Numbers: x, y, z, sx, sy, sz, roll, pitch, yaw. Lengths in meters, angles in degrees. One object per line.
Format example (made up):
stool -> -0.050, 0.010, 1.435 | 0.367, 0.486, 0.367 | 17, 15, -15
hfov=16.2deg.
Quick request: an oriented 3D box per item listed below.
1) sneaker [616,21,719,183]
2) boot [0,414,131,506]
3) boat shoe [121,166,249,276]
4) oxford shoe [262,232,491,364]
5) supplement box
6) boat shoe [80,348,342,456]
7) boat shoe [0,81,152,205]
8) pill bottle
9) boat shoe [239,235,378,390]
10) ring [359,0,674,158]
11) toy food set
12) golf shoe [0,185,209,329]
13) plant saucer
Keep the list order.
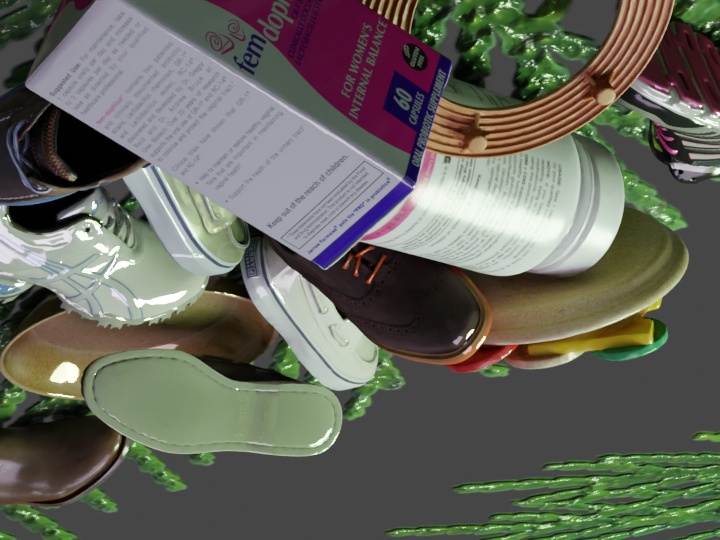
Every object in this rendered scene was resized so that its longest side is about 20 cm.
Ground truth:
sneaker -> 0.208, -0.099, 1.610 | 0.200, 0.074, 0.087 | 11, 141, -46
boot -> -0.298, 0.124, 1.910 | 0.186, 0.064, 0.200 | -23, 147, 20
boat shoe -> -0.104, -0.056, 1.589 | 0.062, 0.072, 0.200 | -13, 152, 12
oxford shoe -> 0.000, 0.000, 1.629 | 0.071, 0.200, 0.073 | -58, 141, -3
supplement box -> -0.065, -0.107, 1.379 | 0.200, 0.101, 0.103 | 30, 139, -16
boat shoe -> -0.114, 0.095, 1.812 | 0.201, 0.072, 0.061 | 12, -179, -28
boat shoe -> -0.171, -0.080, 1.476 | 0.200, 0.072, 0.072 | -18, -171, 29
pill bottle -> 0.066, -0.059, 1.595 | 0.200, 0.114, 0.113 | 14, 145, -40
boat shoe -> -0.016, 0.025, 1.797 | 0.070, 0.071, 0.200 | -15, 148, 16
ring -> 0.092, -0.143, 1.447 | 0.200, 0.019, 0.201 | -11, 131, -14
toy food set -> 0.123, 0.011, 1.708 | 0.200, 0.198, 0.049 | -5, 114, 16
golf shoe -> -0.175, -0.019, 1.640 | 0.200, 0.078, 0.097 | 6, 144, -33
plant saucer -> -0.159, 0.040, 1.798 | 0.200, 0.035, 0.200 | -9, 158, -3
